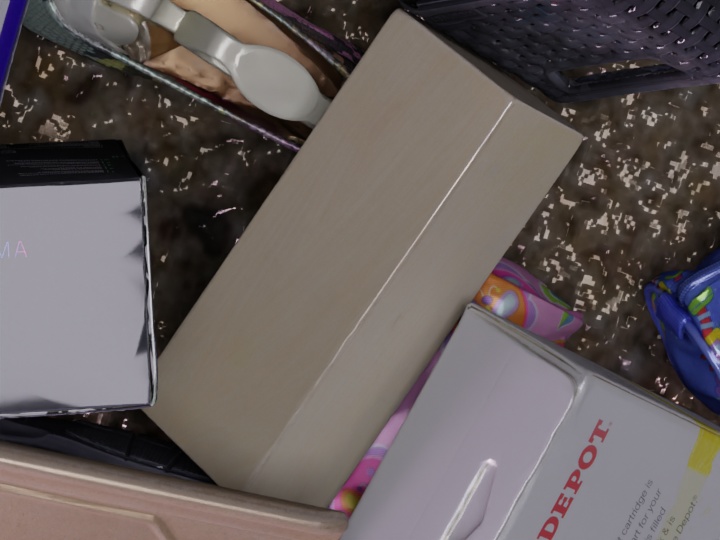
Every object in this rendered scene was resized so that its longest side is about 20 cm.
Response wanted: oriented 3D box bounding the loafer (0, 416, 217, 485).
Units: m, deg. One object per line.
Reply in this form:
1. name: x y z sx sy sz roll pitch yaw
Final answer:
1. loafer: -0.137 0.094 1.259 0.199 0.072 0.063 15 96 3

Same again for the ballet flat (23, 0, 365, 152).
1. ballet flat: -0.072 -0.104 1.249 0.199 0.071 0.069 28 94 -10

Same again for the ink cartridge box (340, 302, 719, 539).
1. ink cartridge box: 0.096 0.118 1.245 0.200 0.083 0.146 26 93 -43

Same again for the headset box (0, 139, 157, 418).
1. headset box: -0.173 0.002 1.181 0.173 0.200 0.093 -3 97 -8

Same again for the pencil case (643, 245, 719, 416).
1. pencil case: 0.216 -0.019 1.294 0.200 0.078 0.087 -38 129 -3

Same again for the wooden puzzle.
1. wooden puzzle: -0.120 0.137 1.209 0.184 0.037 0.200 13 134 -14

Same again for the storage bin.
1. storage bin: 0.108 -0.181 1.197 0.094 0.135 0.201 29 69 -35

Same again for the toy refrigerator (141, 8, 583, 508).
1. toy refrigerator: 0.000 0.000 1.221 0.076 0.070 0.200 40 101 34

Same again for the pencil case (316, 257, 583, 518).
1. pencil case: 0.016 0.083 1.279 0.087 0.087 0.201 28 92 -10

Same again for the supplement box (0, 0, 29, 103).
1. supplement box: -0.241 -0.115 1.154 0.199 0.101 0.104 -1 119 -40
